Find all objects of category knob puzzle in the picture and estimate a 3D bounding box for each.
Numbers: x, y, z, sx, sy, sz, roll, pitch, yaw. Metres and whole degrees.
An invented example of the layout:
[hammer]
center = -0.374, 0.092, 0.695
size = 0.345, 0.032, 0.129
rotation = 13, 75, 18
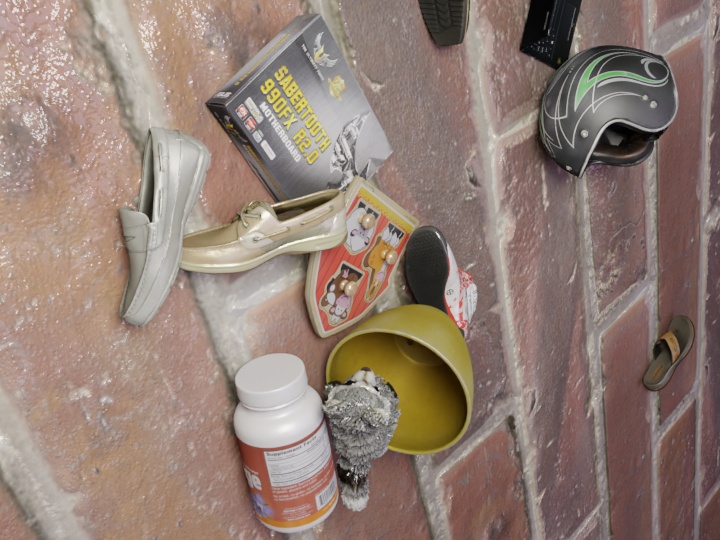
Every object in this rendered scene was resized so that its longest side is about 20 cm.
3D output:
[knob puzzle]
center = 0.000, 0.000, 0.884
size = 0.219, 0.030, 0.221
rotation = -34, 138, -37

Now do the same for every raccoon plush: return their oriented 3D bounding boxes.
[raccoon plush]
center = 0.005, 0.212, 0.814
size = 0.096, 0.134, 0.202
rotation = -8, 95, 5

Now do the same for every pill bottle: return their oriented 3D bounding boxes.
[pill bottle]
center = -0.094, 0.210, 0.841
size = 0.112, 0.112, 0.202
rotation = -25, 118, -34

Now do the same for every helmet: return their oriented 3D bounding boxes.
[helmet]
center = 0.377, -0.249, 1.070
size = 0.200, 0.189, 0.202
rotation = -5, 90, -83

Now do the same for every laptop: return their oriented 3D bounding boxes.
[laptop]
center = 0.313, -0.412, 1.020
size = 0.199, 0.103, 0.179
rotation = 6, 100, -43

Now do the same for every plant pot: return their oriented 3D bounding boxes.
[plant pot]
center = 0.071, 0.126, 0.931
size = 0.142, 0.198, 0.202
rotation = -53, 137, -52

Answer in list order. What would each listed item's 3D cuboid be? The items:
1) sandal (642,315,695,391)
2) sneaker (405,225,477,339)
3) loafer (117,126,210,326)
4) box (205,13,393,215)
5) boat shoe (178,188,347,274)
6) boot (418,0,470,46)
[sandal]
center = 0.722, 0.190, 1.612
size = 0.054, 0.082, 0.201
rotation = 36, 85, -20
[sneaker]
center = 0.121, 0.010, 0.995
size = 0.108, 0.067, 0.203
rotation = -52, 133, -53
[loafer]
center = -0.213, -0.045, 0.688
size = 0.069, 0.070, 0.202
rotation = 17, 85, -36
[box]
center = -0.062, -0.165, 0.795
size = 0.159, 0.048, 0.201
rotation = -49, 130, -19
[boat shoe]
center = -0.109, -0.048, 0.747
size = 0.198, 0.072, 0.066
rotation = -12, 123, -16
[boot]
center = 0.141, -0.410, 0.889
size = 0.138, 0.077, 0.202
rotation = -31, 123, -37
